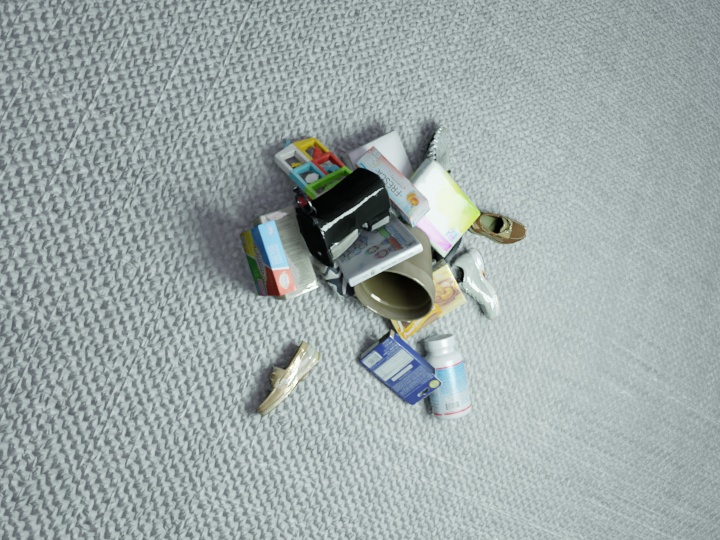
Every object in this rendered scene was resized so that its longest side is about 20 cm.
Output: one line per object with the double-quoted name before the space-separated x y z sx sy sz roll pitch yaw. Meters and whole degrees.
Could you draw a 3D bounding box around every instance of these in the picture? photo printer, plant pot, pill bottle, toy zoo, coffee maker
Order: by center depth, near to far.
"coffee maker" -0.034 -0.137 1.320 0.198 0.194 0.134 -38 65 -22
"toy zoo" -0.116 -0.251 1.421 0.129 0.021 0.200 -30 63 -31
"plant pot" 0.097 -0.009 1.425 0.197 0.199 0.178 32 55 -19
"photo printer" 0.060 -0.235 1.530 0.163 0.069 0.205 -26 98 -16
"pill bottle" 0.225 0.278 1.567 0.105 0.108 0.208 -12 93 -23

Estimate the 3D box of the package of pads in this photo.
"package of pads" 0.191 -0.161 1.497 0.199 0.068 0.155 42 93 -21

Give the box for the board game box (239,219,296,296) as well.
"board game box" -0.211 -0.023 1.335 0.039 0.199 0.158 -19 95 -22

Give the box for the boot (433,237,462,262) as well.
"boot" 0.209 -0.138 1.597 0.161 0.073 0.202 40 67 -20

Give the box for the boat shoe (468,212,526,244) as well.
"boat shoe" 0.391 -0.120 1.676 0.194 0.073 0.079 7 85 -23

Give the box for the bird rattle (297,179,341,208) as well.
"bird rattle" -0.057 -0.129 1.445 0.197 0.111 0.167 -32 106 -28

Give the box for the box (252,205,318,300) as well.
"box" -0.179 -0.041 1.416 0.092 0.077 0.207 -18 95 -23

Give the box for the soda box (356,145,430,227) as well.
"soda box" 0.077 -0.200 1.417 0.063 0.068 0.201 -42 71 -1

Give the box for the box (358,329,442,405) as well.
"box" 0.105 0.251 1.517 0.199 0.121 0.033 42 28 -15

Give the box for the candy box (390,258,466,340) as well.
"candy box" 0.160 0.075 1.527 0.196 0.055 0.117 -31 106 6

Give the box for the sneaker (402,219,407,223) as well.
"sneaker" 0.117 -0.017 1.563 0.113 0.076 0.206 -26 96 -10

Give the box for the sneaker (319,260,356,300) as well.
"sneaker" 0.000 0.000 1.499 0.197 0.078 0.133 -35 111 -31

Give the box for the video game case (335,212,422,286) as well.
"video game case" 0.028 -0.053 1.358 0.178 0.201 0.024 -26 121 -5

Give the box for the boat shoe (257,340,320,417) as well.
"boat shoe" -0.182 0.254 1.413 0.069 0.074 0.200 44 71 -3

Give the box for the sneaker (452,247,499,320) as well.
"sneaker" 0.311 0.048 1.643 0.090 0.076 0.206 -23 90 -15

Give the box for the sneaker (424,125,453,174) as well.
"sneaker" 0.210 -0.296 1.579 0.078 0.076 0.205 18 61 -4
